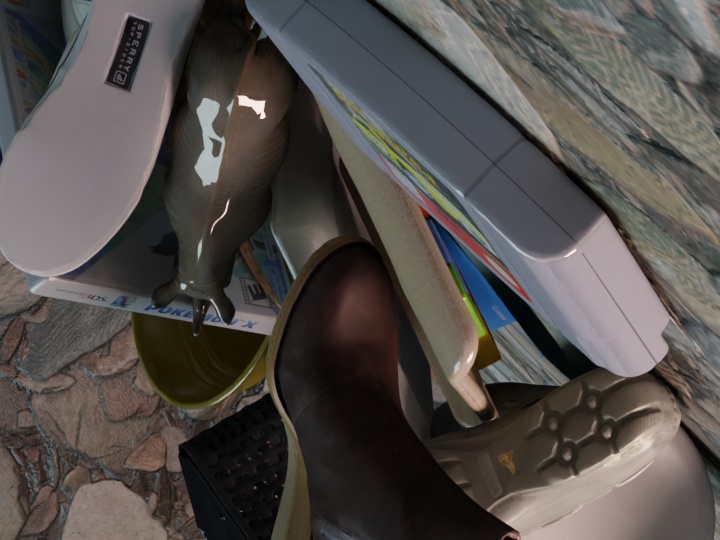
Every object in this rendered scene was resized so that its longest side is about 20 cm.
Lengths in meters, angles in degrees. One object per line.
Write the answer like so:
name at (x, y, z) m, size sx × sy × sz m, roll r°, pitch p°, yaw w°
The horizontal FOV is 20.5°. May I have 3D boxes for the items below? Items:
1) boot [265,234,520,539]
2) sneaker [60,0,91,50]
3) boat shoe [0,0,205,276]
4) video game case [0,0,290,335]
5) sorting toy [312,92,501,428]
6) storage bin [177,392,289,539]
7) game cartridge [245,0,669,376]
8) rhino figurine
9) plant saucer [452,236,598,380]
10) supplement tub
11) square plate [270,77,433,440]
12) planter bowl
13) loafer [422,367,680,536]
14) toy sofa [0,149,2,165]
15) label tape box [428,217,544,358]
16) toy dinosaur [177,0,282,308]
boot at (0.023, 0.095, 0.942) m, size 0.072 × 0.201 × 0.166 m, roll -1°, pitch -167°, yaw -37°
sneaker at (-0.140, -0.194, 1.116) m, size 0.200 × 0.075 × 0.088 m, roll 63°, pitch 146°, yaw 38°
boat shoe at (-0.126, -0.092, 1.012) m, size 0.071 × 0.200 × 0.070 m, roll 21°, pitch -174°, yaw -1°
video game case at (-0.126, -0.065, 1.128) m, size 0.182 × 0.022 × 0.200 m, roll 12°, pitch -126°, yaw -44°
sorting toy at (0.027, -0.017, 1.007) m, size 0.200 × 0.036 × 0.185 m, roll 68°, pitch 177°, yaw -75°
storage bin at (-0.011, 0.174, 1.137) m, size 0.200 × 0.094 × 0.135 m, roll 52°, pitch 162°, yaw 31°
game cartridge at (0.035, -0.047, 0.797) m, size 0.200 × 0.041 × 0.133 m, roll 44°, pitch 174°, yaw 35°
rhino figurine at (-0.072, -0.047, 1.026) m, size 0.060 × 0.200 × 0.088 m, roll 12°, pitch -147°, yaw -5°
plant saucer at (0.103, 0.026, 1.133) m, size 0.070 × 0.019 × 0.200 m, roll 44°, pitch 177°, yaw 34°
supplement tub at (0.102, 0.138, 1.158) m, size 0.144 × 0.144 × 0.200 m, roll 45°, pitch 167°, yaw -11°
square plate at (0.000, 0.000, 1.154) m, size 0.198 × 0.028 × 0.200 m, roll -90°, pitch -22°, yaw -58°
planter bowl at (-0.062, -0.006, 1.265) m, size 0.083 × 0.201 × 0.200 m, roll 11°, pitch -161°, yaw -34°
loafer at (0.072, 0.109, 1.015) m, size 0.070 × 0.200 × 0.070 m, roll 26°, pitch -136°, yaw -59°
toy sofa at (-0.166, -0.106, 1.277) m, size 0.098 × 0.200 × 0.083 m, roll 40°, pitch 143°, yaw -3°
label tape box at (0.024, -0.011, 1.354) m, size 0.200 × 0.066 × 0.143 m, roll 46°, pitch 179°, yaw 38°
toy dinosaur at (-0.081, -0.085, 1.105) m, size 0.106 × 0.060 × 0.200 m, roll -93°, pitch -3°, yaw -50°
